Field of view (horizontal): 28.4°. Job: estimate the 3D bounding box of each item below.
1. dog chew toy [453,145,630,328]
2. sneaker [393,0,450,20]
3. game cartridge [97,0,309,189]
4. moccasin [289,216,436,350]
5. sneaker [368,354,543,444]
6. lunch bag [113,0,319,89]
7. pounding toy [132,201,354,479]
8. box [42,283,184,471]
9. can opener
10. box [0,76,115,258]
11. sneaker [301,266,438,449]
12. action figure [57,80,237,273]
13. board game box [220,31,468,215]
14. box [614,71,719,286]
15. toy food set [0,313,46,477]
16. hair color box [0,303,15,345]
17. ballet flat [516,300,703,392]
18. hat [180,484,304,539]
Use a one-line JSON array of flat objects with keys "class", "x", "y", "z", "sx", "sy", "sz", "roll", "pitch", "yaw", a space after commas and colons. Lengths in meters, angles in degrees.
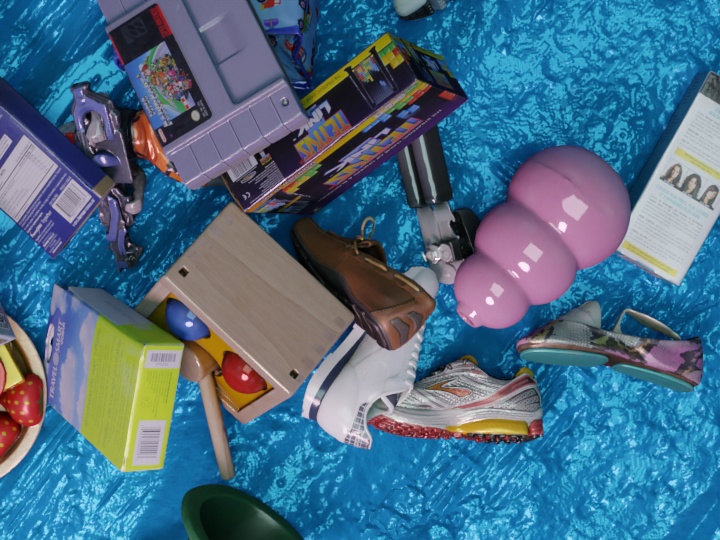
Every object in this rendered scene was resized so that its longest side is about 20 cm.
[{"class": "dog chew toy", "x": 0.168, "y": -0.025, "z": 1.374, "sx": 0.125, "sy": 0.125, "sz": 0.200, "roll": 44, "pitch": 80, "yaw": -6}, {"class": "sneaker", "x": 0.093, "y": -0.330, "z": 1.387, "sx": 0.081, "sy": 0.075, "sz": 0.200, "roll": 39, "pitch": 88, "yaw": 7}, {"class": "game cartridge", "x": -0.143, "y": -0.186, "z": 1.253, "sx": 0.129, "sy": 0.038, "sz": 0.201, "roll": -29, "pitch": 75, "yaw": 6}, {"class": "moccasin", "x": -0.001, "y": -0.001, "z": 1.345, "sx": 0.078, "sy": 0.201, "sz": 0.074, "roll": -36, "pitch": 125, "yaw": -14}, {"class": "sneaker", "x": 0.083, "y": 0.127, "z": 1.421, "sx": 0.198, "sy": 0.078, "sz": 0.083, "roll": 4, "pitch": 76, "yaw": -7}, {"class": "lunch bag", "x": -0.142, "y": -0.257, "z": 1.331, "sx": 0.198, "sy": 0.094, "sz": 0.152, "roll": 1, "pitch": 63, "yaw": 5}, {"class": "pounding toy", "x": -0.124, "y": 0.073, "z": 1.345, "sx": 0.184, "sy": 0.200, "sz": 0.142, "roll": 43, "pitch": 64, "yaw": -5}, {"class": "box", "x": -0.238, "y": 0.095, "z": 1.335, "sx": 0.047, "sy": 0.200, "sz": 0.123, "roll": 3, "pitch": 104, "yaw": -36}, {"class": "can opener", "x": 0.075, "y": -0.083, "z": 1.415, "sx": 0.066, "sy": 0.052, "sz": 0.201, "roll": -23, "pitch": 99, "yaw": -38}, {"class": "box", "x": -0.335, "y": -0.113, "z": 1.343, "sx": 0.200, "sy": 0.121, "sz": 0.032, "roll": 42, "pitch": 46, "yaw": -7}, {"class": "sneaker", "x": 0.027, "y": 0.083, "z": 1.373, "sx": 0.080, "sy": 0.077, "sz": 0.200, "roll": 29, "pitch": 65, "yaw": 18}, {"class": "action figure", "x": -0.209, "y": -0.104, "z": 1.379, "sx": 0.192, "sy": 0.105, "sz": 0.201, "roll": 2, "pitch": 122, "yaw": 1}, {"class": "board game box", "x": -0.013, "y": -0.128, "z": 1.310, "sx": 0.200, "sy": 0.165, "sz": 0.057, "roll": -36, "pitch": 78, "yaw": 18}, {"class": "box", "x": 0.328, "y": -0.092, "z": 1.429, "sx": 0.082, "sy": 0.049, "sz": 0.201, "roll": 29, "pitch": 91, "yaw": -7}, {"class": "toy food set", "x": -0.406, "y": 0.120, "z": 1.378, "sx": 0.199, "sy": 0.049, "sz": 0.199, "roll": -29, "pitch": 93, "yaw": -1}, {"class": "hair color box", "x": -0.412, "y": -0.007, "z": 1.327, "sx": 0.098, "sy": 0.061, "sz": 0.201, "roll": -26, "pitch": 82, "yaw": 0}, {"class": "ballet flat", "x": 0.253, "y": 0.071, "z": 1.432, "sx": 0.198, "sy": 0.069, "sz": 0.072, "roll": 12, "pitch": 75, "yaw": -10}, {"class": "hat", "x": -0.152, "y": 0.323, "z": 1.389, "sx": 0.165, "sy": 0.200, "sz": 0.176, "roll": 21, "pitch": 111, "yaw": -43}]
